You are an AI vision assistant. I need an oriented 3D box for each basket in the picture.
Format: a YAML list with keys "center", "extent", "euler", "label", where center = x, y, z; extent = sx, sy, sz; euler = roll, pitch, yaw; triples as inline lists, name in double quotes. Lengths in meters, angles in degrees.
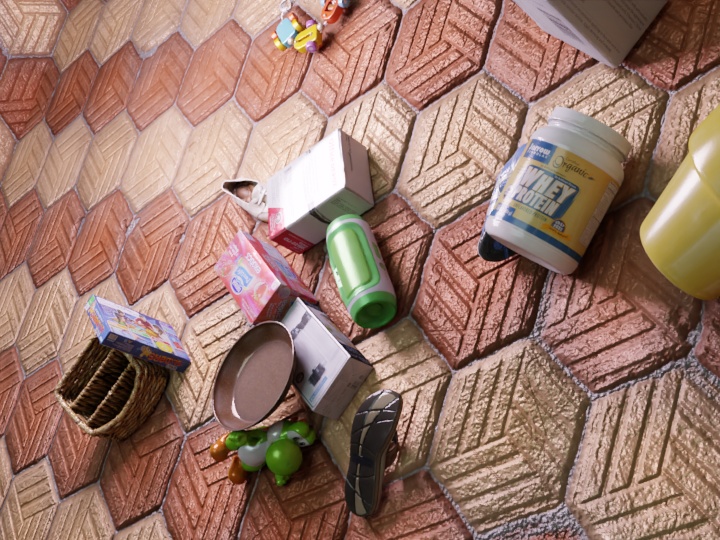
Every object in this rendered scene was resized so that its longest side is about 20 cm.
- center: [-0.514, 0.245, 2.011]
  extent: [0.200, 0.149, 0.143]
  euler: [-50, 42, 14]
  label: "basket"

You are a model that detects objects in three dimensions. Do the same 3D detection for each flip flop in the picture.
- center: [0.027, 0.281, 1.505]
  extent: [0.081, 0.057, 0.202]
  euler: [13, 94, 44]
  label: "flip flop"

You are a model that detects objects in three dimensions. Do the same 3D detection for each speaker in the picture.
- center: [0.000, 0.000, 1.652]
  extent: [0.088, 0.088, 0.201]
  euler: [-41, 46, 24]
  label: "speaker"

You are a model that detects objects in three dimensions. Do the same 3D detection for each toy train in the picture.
- center: [-0.101, -0.521, 2.057]
  extent: [0.199, 0.055, 0.151]
  euler: [11, 77, 45]
  label: "toy train"

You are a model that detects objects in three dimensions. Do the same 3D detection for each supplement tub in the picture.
- center: [0.279, -0.111, 1.372]
  extent: [0.144, 0.144, 0.201]
  euler: [29, 92, 49]
  label: "supplement tub"

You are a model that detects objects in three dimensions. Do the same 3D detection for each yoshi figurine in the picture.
- center: [-0.165, 0.312, 1.654]
  extent: [0.199, 0.112, 0.113]
  euler: [-23, 70, 34]
  label: "yoshi figurine"

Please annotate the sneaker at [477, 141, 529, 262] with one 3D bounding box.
- center: [0.235, -0.105, 1.484]
  extent: [0.201, 0.075, 0.077]
  euler: [-62, 19, 1]
  label: "sneaker"

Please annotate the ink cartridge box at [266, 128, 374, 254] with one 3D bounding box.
- center: [-0.077, -0.145, 1.808]
  extent: [0.199, 0.083, 0.145]
  euler: [-32, 49, 32]
  label: "ink cartridge box"

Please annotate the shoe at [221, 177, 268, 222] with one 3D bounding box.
- center: [-0.216, -0.147, 1.977]
  extent: [0.199, 0.053, 0.070]
  euler: [23, 87, 49]
  label: "shoe"

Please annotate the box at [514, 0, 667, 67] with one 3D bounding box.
- center: [0.311, -0.434, 1.454]
  extent: [0.131, 0.198, 0.200]
  euler: [-53, 41, 10]
  label: "box"

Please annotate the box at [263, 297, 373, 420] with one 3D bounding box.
- center: [-0.076, 0.149, 1.670]
  extent: [0.117, 0.060, 0.200]
  euler: [-55, 41, 9]
  label: "box"

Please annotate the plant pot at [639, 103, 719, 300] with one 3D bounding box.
- center: [0.444, -0.071, 1.159]
  extent: [0.189, 0.199, 0.202]
  euler: [-52, 39, 37]
  label: "plant pot"

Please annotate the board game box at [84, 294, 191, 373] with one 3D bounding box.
- center: [-0.447, 0.127, 1.962]
  extent: [0.035, 0.199, 0.135]
  euler: [-53, 41, 11]
  label: "board game box"

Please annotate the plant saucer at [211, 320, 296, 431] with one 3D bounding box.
- center: [-0.175, 0.184, 1.669]
  extent: [0.200, 0.037, 0.202]
  euler: [-27, 47, 32]
  label: "plant saucer"

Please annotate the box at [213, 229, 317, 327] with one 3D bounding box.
- center: [-0.178, 0.025, 1.812]
  extent: [0.095, 0.102, 0.200]
  euler: [-54, 43, 11]
  label: "box"
